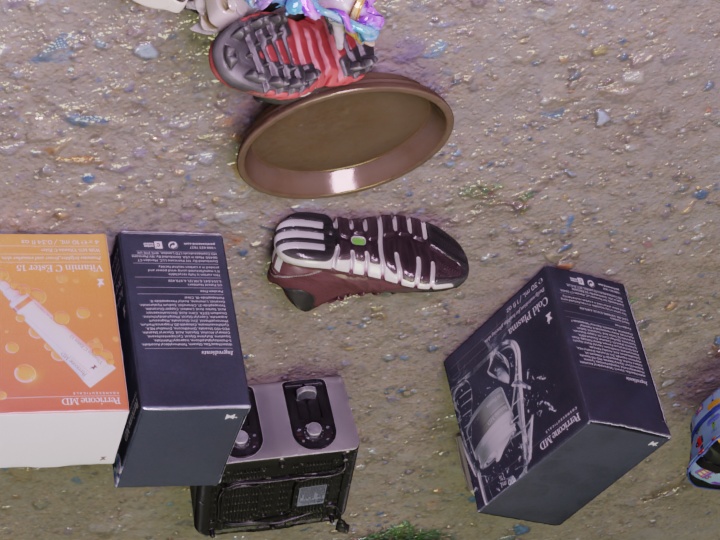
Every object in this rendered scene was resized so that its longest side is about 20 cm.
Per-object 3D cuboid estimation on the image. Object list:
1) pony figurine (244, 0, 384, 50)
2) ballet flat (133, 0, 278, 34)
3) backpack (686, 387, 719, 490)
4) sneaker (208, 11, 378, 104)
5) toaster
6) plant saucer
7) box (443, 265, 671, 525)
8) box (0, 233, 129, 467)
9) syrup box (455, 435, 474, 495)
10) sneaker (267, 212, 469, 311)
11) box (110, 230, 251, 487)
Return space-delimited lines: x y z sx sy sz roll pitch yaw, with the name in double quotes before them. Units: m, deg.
"pony figurine" -0.037 -0.263 1.347 0.199 0.167 0.193 27 133 -16
"ballet flat" -0.134 -0.222 1.426 0.199 0.069 0.068 10 140 -31
"backpack" 0.480 0.187 2.175 0.199 0.135 0.183 4 143 -24
"sneaker" -0.072 -0.169 1.474 0.097 0.071 0.200 -14 -177 32
"toaster" -0.100 0.210 2.025 0.180 0.119 0.200 -5 145 -11
"plant saucer" -0.015 -0.122 1.622 0.199 0.030 0.200 -12 158 -5
"box" 0.207 0.137 1.953 0.123 0.197 0.200 12 139 -33
"box" -0.292 0.072 1.685 0.124 0.201 0.098 0 145 -19
"syrup box" 0.223 0.212 2.173 0.199 0.082 0.079 -24 144 13
"sneaker" 0.000 0.000 1.806 0.199 0.076 0.116 10 146 -14
"box" -0.184 0.086 1.742 0.106 0.201 0.149 0 144 -19
